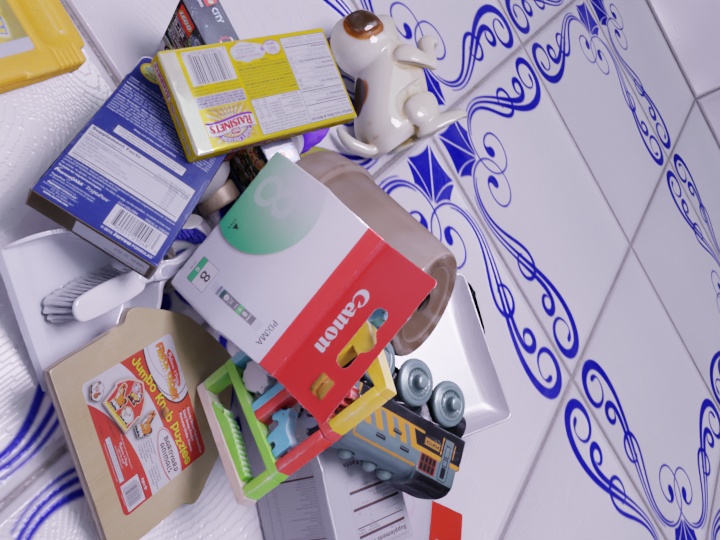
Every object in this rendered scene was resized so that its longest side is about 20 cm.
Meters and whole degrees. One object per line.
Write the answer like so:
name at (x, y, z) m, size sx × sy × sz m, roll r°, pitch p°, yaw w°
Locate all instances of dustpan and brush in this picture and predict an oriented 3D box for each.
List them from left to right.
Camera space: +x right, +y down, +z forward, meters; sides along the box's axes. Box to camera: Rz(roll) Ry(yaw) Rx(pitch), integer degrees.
dustpan and brush at (-0.212, 0.011, 0.702) m, size 0.200 × 0.057 × 0.141 m, roll -34°, pitch 118°, yaw -50°

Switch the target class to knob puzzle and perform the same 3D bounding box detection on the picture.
knob puzzle at (-0.190, 0.127, 0.709) m, size 0.219 × 0.030 × 0.223 m, roll 9°, pitch 80°, yaw -57°

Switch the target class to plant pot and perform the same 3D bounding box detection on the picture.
plant pot at (0.000, 0.000, 0.805) m, size 0.200 × 0.172 × 0.202 m, roll -42°, pitch 148°, yaw -34°

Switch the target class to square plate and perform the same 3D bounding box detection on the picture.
square plate at (0.077, 0.124, 0.970) m, size 0.196 × 0.028 × 0.203 m, roll -16°, pitch 85°, yaw -22°

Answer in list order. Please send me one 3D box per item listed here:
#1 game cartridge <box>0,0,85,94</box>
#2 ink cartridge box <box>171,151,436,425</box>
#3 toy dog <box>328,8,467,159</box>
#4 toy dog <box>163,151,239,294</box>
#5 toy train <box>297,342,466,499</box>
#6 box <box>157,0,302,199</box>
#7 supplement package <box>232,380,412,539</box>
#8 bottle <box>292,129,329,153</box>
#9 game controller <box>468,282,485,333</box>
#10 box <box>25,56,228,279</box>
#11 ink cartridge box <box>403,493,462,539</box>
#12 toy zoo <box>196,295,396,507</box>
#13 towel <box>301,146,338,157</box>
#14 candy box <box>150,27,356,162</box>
game cartridge at (-0.369, -0.246, 0.697) m, size 0.200 × 0.032 × 0.178 m, roll -40°, pitch 104°, yaw -47°
ink cartridge box at (-0.057, 0.009, 0.677) m, size 0.161 × 0.199 × 0.050 m, roll -50°, pitch 147°, yaw -2°
toy dog at (0.027, -0.270, 1.086) m, size 0.192 × 0.139 × 0.202 m, roll -24°, pitch 93°, yaw -13°
toy dog at (-0.186, -0.086, 0.775) m, size 0.132 × 0.096 × 0.201 m, roll 43°, pitch 46°, yaw -25°
toy train at (0.026, 0.143, 0.745) m, size 0.199 × 0.085 × 0.115 m, roll 34°, pitch 60°, yaw -31°
box at (-0.146, -0.183, 0.831) m, size 0.037 × 0.136 × 0.202 m, roll -30°, pitch 96°, yaw -25°
supplement package at (-0.041, 0.195, 0.794) m, size 0.109 × 0.113 × 0.203 m, roll -4°, pitch 77°, yaw -47°
bottle at (-0.074, -0.193, 0.936) m, size 0.084 × 0.065 × 0.201 m, roll 54°, pitch 26°, yaw -23°
game controller at (0.116, 0.087, 1.071) m, size 0.199 × 0.042 × 0.105 m, roll -25°, pitch 92°, yaw -49°
box at (-0.197, -0.101, 0.703) m, size 0.120 × 0.032 × 0.201 m, roll 33°, pitch 51°, yaw -14°
ink cartridge box at (0.070, 0.337, 0.903) m, size 0.199 × 0.057 × 0.164 m, roll 30°, pitch 53°, yaw -30°
toy zoo at (-0.052, 0.098, 0.685) m, size 0.020 × 0.199 × 0.132 m, roll 40°, pitch 15°, yaw -51°
towel at (-0.066, -0.073, 0.960) m, size 0.143 × 0.023 × 0.203 m, roll 8°, pitch 68°, yaw -46°
candy box at (-0.099, -0.179, 0.759) m, size 0.199 × 0.026 × 0.104 m, roll -22°, pitch 93°, yaw -37°
